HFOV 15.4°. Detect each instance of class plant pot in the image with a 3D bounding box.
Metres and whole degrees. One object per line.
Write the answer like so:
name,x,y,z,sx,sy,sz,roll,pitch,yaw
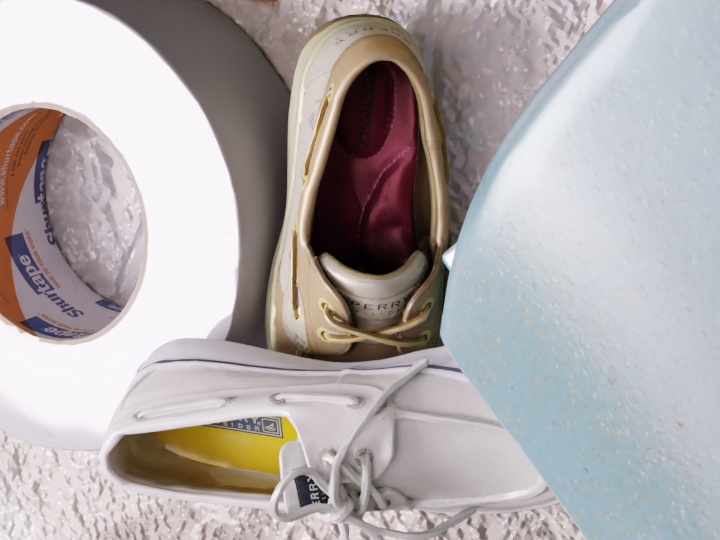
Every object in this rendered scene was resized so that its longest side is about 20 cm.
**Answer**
plant pot,0.145,0.000,0.899,0.200,0.196,0.197,-42,80,31

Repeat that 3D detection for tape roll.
tape roll,-0.117,-0.025,1.158,0.200,0.066,0.201,7,104,30

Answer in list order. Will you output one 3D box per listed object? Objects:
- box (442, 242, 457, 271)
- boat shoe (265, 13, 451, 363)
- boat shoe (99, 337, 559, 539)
box,0.123,0.051,1.036,0.082,0.049,0.200,-38,81,32
boat shoe,0.000,0.000,1.076,0.074,0.066,0.201,-5,102,-8
boat shoe,-0.010,0.074,1.027,0.201,0.086,0.075,7,124,20
